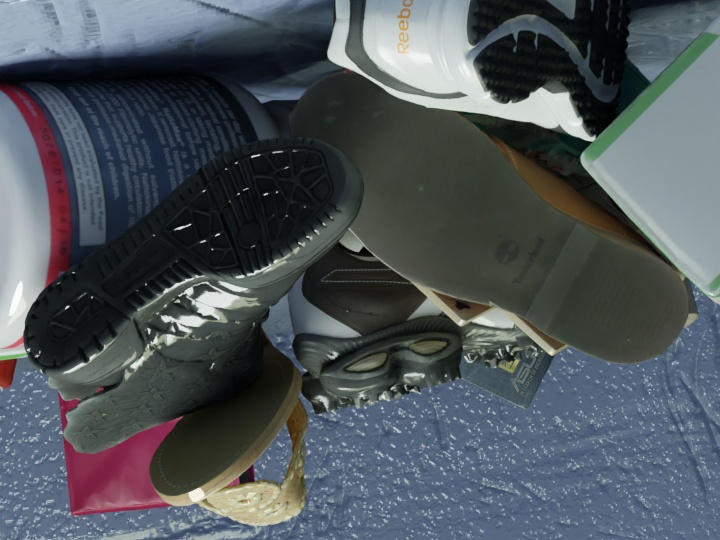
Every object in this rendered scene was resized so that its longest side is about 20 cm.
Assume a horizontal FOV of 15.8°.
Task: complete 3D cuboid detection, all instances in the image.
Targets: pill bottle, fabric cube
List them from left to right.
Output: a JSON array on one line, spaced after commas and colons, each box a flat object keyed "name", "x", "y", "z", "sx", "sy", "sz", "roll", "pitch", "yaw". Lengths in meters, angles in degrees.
[{"name": "pill bottle", "x": -0.099, "y": -0.031, "z": 1.203, "sx": 0.199, "sy": 0.120, "sz": 0.119, "roll": -6, "pitch": 175, "yaw": -35}, {"name": "fabric cube", "x": -0.237, "y": 0.177, "z": 3.026, "sx": 0.198, "sy": 0.201, "sz": 0.196, "roll": -7, "pitch": 176, "yaw": 3}]

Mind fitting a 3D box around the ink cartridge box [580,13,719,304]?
[{"name": "ink cartridge box", "x": 0.181, "y": -0.063, "z": 1.142, "sx": 0.145, "sy": 0.088, "sz": 0.200, "roll": -46, "pitch": 170, "yaw": 6}]

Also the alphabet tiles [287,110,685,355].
[{"name": "alphabet tiles", "x": 0.062, "y": -0.034, "z": 1.210, "sx": 0.200, "sy": 0.166, "sz": 0.006, "roll": -25, "pitch": 152, "yaw": -54}]

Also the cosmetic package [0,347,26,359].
[{"name": "cosmetic package", "x": -0.273, "y": 0.016, "z": 1.404, "sx": 0.199, "sy": 0.085, "sz": 0.108, "roll": -7, "pitch": 178, "yaw": -19}]

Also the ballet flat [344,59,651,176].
[{"name": "ballet flat", "x": 0.066, "y": -0.084, "z": 1.209, "sx": 0.064, "sy": 0.076, "sz": 0.199, "roll": 0, "pitch": 173, "yaw": 40}]

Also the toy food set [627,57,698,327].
[{"name": "toy food set", "x": 0.079, "y": -0.031, "z": 1.328, "sx": 0.199, "sy": 0.144, "sz": 0.060, "roll": -6, "pitch": 167, "yaw": -35}]

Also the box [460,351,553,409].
[{"name": "box", "x": 0.000, "y": 0.000, "z": 1.404, "sx": 0.157, "sy": 0.051, "sz": 0.200, "roll": 25, "pitch": -178, "yaw": -24}]

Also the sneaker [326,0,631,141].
[{"name": "sneaker", "x": 0.054, "y": -0.098, "z": 1.073, "sx": 0.080, "sy": 0.074, "sz": 0.200, "roll": 5, "pitch": 178, "yaw": 26}]

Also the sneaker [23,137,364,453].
[{"name": "sneaker", "x": -0.067, "y": 0.014, "z": 1.119, "sx": 0.199, "sy": 0.060, "sz": 0.104, "roll": -30, "pitch": 152, "yaw": 18}]

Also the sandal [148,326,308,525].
[{"name": "sandal", "x": -0.048, "y": 0.080, "z": 1.184, "sx": 0.077, "sy": 0.070, "sz": 0.212, "roll": -32, "pitch": -163, "yaw": 4}]

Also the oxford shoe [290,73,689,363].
[{"name": "oxford shoe", "x": 0.050, "y": -0.027, "z": 1.130, "sx": 0.200, "sy": 0.071, "sz": 0.071, "roll": 32, "pitch": -164, "yaw": -21}]

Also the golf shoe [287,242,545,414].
[{"name": "golf shoe", "x": 0.054, "y": 0.001, "z": 1.214, "sx": 0.199, "sy": 0.095, "sz": 0.078, "roll": -13, "pitch": 175, "yaw": -35}]

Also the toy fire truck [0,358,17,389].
[{"name": "toy fire truck", "x": -0.314, "y": 0.052, "z": 1.581, "sx": 0.167, "sy": 0.113, "sz": 0.200, "roll": 15, "pitch": 167, "yaw": -24}]
